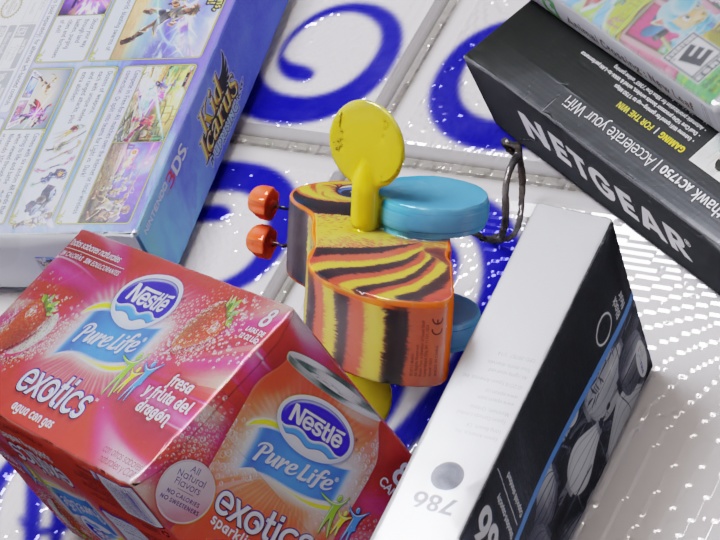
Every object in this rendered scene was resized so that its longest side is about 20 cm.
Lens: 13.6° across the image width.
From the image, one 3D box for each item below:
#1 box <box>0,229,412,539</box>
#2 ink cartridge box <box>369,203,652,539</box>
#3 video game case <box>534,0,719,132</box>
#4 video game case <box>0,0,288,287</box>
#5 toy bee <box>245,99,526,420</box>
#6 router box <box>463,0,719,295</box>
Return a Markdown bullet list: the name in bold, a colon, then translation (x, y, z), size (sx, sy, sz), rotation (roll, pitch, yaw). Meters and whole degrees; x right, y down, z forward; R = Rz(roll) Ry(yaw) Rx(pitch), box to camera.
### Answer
- **box**: translation (-0.075, 0.063, 1.207), size (0.096, 0.100, 0.200), rotation (-46, 27, -14)
- **ink cartridge box**: translation (0.055, 0.081, 1.167), size (0.039, 0.100, 0.201), rotation (14, 58, 26)
- **video game case**: translation (0.176, -0.161, 1.310), size (0.200, 0.022, 0.182), rotation (-38, 43, -10)
- **video game case**: translation (-0.144, -0.079, 1.455), size (0.180, 0.046, 0.201), rotation (0, 50, 28)
- **toy bee**: translation (0.000, 0.000, 1.236), size (0.108, 0.200, 0.132), rotation (6, 88, 10)
- **router box**: translation (0.160, -0.082, 1.301), size (0.149, 0.051, 0.200), rotation (-39, 45, -9)
